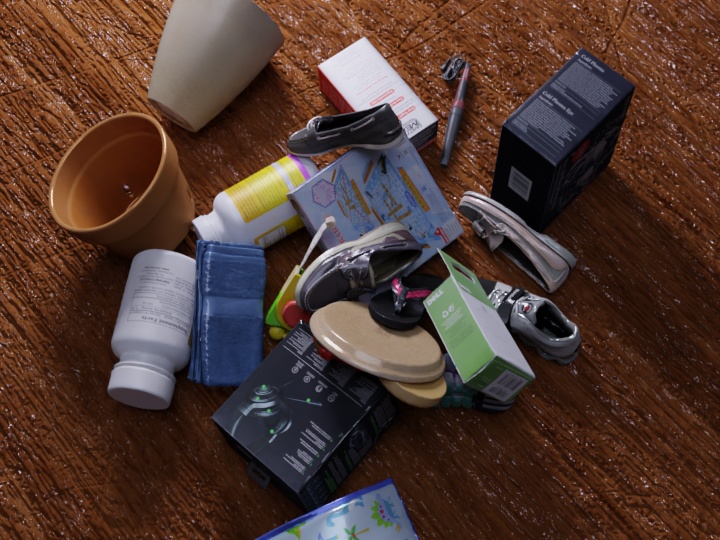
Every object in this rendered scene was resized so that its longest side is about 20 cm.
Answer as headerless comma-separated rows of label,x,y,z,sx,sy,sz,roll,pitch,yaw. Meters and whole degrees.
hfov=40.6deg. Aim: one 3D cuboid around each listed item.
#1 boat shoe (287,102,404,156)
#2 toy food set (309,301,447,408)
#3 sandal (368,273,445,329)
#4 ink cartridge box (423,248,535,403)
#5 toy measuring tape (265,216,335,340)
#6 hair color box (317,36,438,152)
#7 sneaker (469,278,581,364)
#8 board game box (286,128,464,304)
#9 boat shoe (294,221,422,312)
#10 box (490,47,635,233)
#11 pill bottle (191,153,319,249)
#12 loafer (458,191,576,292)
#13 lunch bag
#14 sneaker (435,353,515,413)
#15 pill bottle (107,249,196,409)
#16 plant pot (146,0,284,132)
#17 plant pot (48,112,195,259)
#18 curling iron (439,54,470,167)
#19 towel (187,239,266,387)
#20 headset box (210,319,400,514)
boat shoe,-0.028,-0.207,1.399,0.197,0.058,0.067,0,37,33
toy food set,0.025,0.102,1.286,0.196,0.198,0.050,18,109,-3
sandal,0.072,0.029,1.365,0.074,0.046,0.199,27,28,19
ink cartridge box,0.149,0.074,1.321,0.059,0.103,0.202,-42,47,19
toy measuring tape,-0.068,0.022,1.388,0.073,0.073,0.202,39,109,18
hair color box,0.026,-0.268,1.558,0.101,0.062,0.201,-32,68,-13
sneaker,0.228,0.055,1.392,0.197,0.089,0.075,26,69,14
board game box,0.024,-0.084,1.432,0.198,0.041,0.202,-35,100,-16
boat shoe,0.000,0.000,1.353,0.198,0.073,0.065,-29,41,-23
box,0.294,-0.187,1.439,0.104,0.201,0.182,40,72,19
pill bottle,-0.149,-0.089,1.454,0.198,0.105,0.105,-30,68,-13
loafer,0.224,-0.043,1.449,0.198,0.072,0.063,34,77,12
lunch bag,-0.013,0.380,1.219,0.197,0.128,0.172,-27,70,2
sneaker,0.121,0.142,1.373,0.195,0.075,0.089,11,47,-1
pill bottle,-0.288,0.085,1.369,0.112,0.115,0.204,7,65,4
plant pot,-0.249,-0.331,1.542,0.185,0.187,0.202,29,83,14
plant pot,-0.334,-0.106,1.424,0.196,0.140,0.204,-12,56,18
curling iron,0.147,-0.258,1.573,0.049,0.026,0.204,-2,68,24
towel,-0.185,0.062,1.370,0.110,0.048,0.205,7,80,-39
headset box,-0.076,0.201,1.305,0.173,0.093,0.200,32,68,29
